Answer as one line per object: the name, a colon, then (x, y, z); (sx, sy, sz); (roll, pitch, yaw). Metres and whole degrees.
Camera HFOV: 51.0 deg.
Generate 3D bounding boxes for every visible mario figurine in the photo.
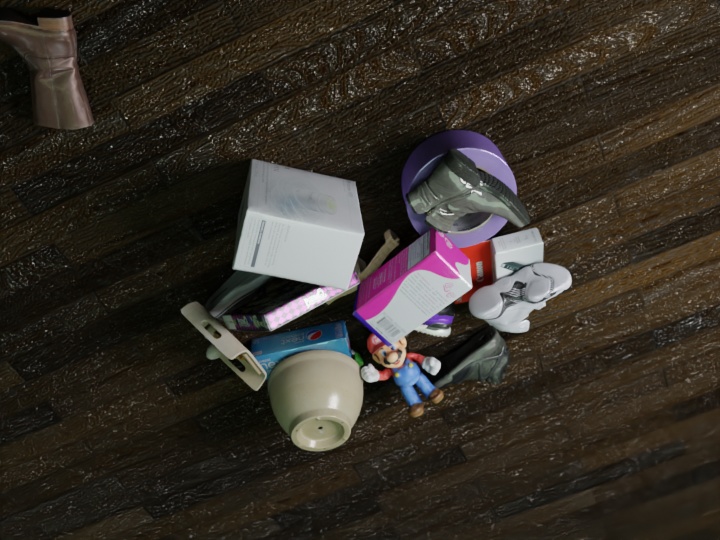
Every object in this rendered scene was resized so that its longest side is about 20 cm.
mario figurine: (0.084, 0.206, 1.544); (0.200, 0.123, 0.106); (53, 144, -10)

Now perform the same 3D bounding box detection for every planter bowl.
planter bowl: (-0.084, 0.276, 1.523); (0.200, 0.135, 0.201); (-6, 134, -6)

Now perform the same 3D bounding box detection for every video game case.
video game case: (-0.128, 0.053, 1.370); (0.200, 0.181, 0.036); (-28, 101, -31)

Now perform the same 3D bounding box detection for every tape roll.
tape roll: (0.177, -0.147, 1.374); (0.199, 0.085, 0.200); (-3, 124, -4)

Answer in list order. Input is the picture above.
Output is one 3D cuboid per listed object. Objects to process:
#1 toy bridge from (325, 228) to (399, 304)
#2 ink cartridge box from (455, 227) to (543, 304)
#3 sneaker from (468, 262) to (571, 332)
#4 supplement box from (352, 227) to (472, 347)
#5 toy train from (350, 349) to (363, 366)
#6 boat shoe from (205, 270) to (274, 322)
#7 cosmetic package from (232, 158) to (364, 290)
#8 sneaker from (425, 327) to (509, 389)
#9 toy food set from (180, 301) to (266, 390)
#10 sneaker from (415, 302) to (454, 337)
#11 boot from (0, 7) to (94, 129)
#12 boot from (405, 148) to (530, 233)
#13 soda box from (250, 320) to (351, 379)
toy bridge: (0.000, 0.000, 1.460); (0.200, 0.067, 0.027); (-41, 118, 19)
ink cartridge box: (0.264, 0.010, 1.470); (0.173, 0.044, 0.200); (-14, 144, 2)
sneaker: (0.317, 0.056, 1.451); (0.200, 0.075, 0.115); (-22, 144, 22)
supplement box: (0.094, 0.029, 1.372); (0.200, 0.103, 0.101); (-37, 111, 25)
toy train: (-0.071, 0.241, 1.625); (0.056, 0.042, 0.200); (29, 116, -34)
boat shoe: (-0.215, 0.035, 1.468); (0.200, 0.072, 0.071); (-35, 128, 28)
cosmetic package: (-0.108, -0.083, 1.316); (0.199, 0.200, 0.123); (12, 121, -13)
sneaker: (0.237, 0.218, 1.618); (0.199, 0.076, 0.114); (-36, 113, 11)
toy food set: (-0.264, 0.152, 1.446); (0.060, 0.143, 0.200); (-45, 158, -13)
sneaker: (0.099, 0.067, 1.519); (0.200, 0.070, 0.100); (9, 114, -16)
boot: (-0.537, -0.313, 1.214); (0.186, 0.064, 0.200); (1, 127, -4)
boot: (0.186, -0.112, 1.318); (0.200, 0.068, 0.131); (34, 118, -16)
soda box: (-0.122, 0.165, 1.556); (0.199, 0.064, 0.068); (-12, 123, 2)
